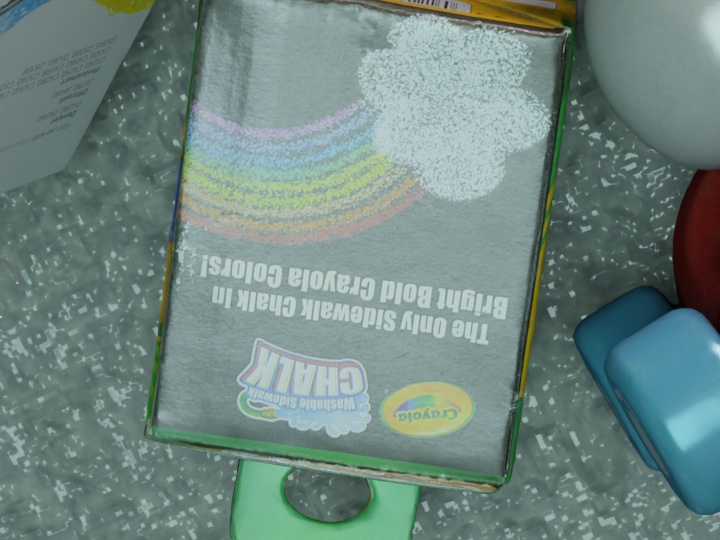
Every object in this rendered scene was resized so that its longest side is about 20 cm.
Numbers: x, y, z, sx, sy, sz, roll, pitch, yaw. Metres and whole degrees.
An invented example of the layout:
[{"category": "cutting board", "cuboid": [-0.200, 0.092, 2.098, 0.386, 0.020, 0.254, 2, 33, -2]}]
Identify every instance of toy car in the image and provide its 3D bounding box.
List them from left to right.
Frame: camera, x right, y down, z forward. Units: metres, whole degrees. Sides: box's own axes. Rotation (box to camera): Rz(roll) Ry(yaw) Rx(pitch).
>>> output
[{"category": "toy car", "cuboid": [0.130, -0.058, 0.916, 0.184, 0.177, 0.200, -31, 95, 1]}]

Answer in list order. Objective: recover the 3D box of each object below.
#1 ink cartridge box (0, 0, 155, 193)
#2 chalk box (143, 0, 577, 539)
[{"category": "ink cartridge box", "cuboid": [-0.144, -0.133, 0.901, 0.147, 0.146, 0.200, 40, 121, 14]}, {"category": "chalk box", "cuboid": [0.000, 0.000, 0.966, 0.124, 0.124, 0.201, 9, 102, 3]}]
